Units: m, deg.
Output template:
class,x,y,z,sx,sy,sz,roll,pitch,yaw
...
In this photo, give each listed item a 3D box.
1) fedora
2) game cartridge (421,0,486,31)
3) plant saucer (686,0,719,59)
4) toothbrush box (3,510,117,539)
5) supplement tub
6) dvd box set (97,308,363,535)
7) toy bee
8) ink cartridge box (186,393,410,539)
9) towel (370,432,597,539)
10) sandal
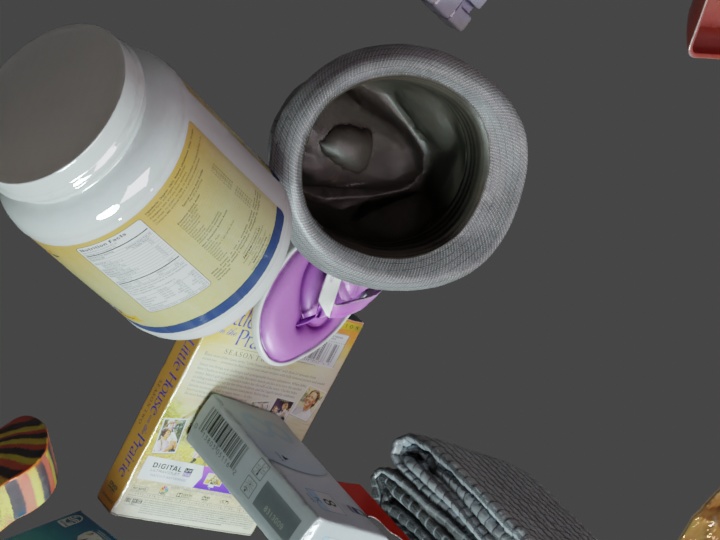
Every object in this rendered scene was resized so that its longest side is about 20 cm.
class,x,y,z,sx,sy,sz,roll,pitch,yaw
fedora,0.012,-0.081,1.687,0.199,0.090,0.177,7,102,-28
game cartridge,0.093,-0.284,1.668,0.200,0.038,0.130,-51,132,1
plant saucer,0.355,-0.268,1.888,0.199,0.037,0.200,-2,120,-38
toothbrush box,-0.264,0.286,1.710,0.200,0.085,0.147,-21,116,-29
supplement tub,-0.151,-0.058,1.544,0.144,0.144,0.200,-47,136,-2
dvd box set,-0.099,0.105,1.779,0.146,0.029,0.200,14,110,-43
toy bee,-0.286,0.182,1.622,0.200,0.109,0.131,-44,132,-11
ink cartridge box,-0.016,0.173,1.753,0.200,0.160,0.047,19,108,-45
towel,0.118,0.225,1.915,0.165,0.200,0.086,24,103,-44
sandal,-0.003,-0.006,1.742,0.203,0.050,0.083,-43,120,-26
